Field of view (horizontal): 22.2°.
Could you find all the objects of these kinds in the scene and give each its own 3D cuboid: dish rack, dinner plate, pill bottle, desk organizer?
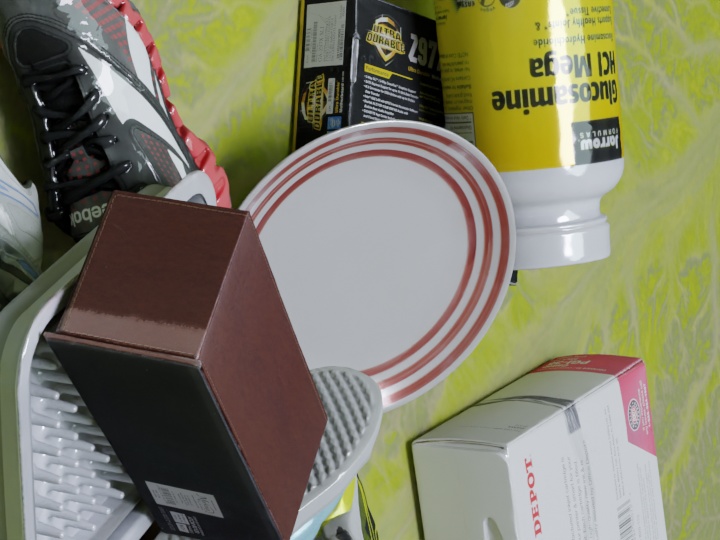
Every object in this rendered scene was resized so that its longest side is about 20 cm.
[{"bbox_3d":[-0.125,0.056,0.866,0.200,0.043,0.173,-52,149,-58],"label":"dish rack"},{"bbox_3d":[0.000,0.000,1.090,0.198,0.024,0.202,-12,124,-19],"label":"dinner plate"},{"bbox_3d":[0.107,-0.106,1.153,0.112,0.112,0.202,-14,100,-51],"label":"pill bottle"},{"bbox_3d":[-0.072,0.053,0.848,0.201,0.071,0.078,73,30,-57],"label":"desk organizer"}]

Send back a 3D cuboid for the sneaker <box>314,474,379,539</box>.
[{"bbox_3d":[-0.014,0.183,1.065,0.085,0.074,0.201,60,23,-43],"label":"sneaker"}]

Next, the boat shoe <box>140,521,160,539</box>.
[{"bbox_3d":[-0.094,0.096,0.999,0.062,0.073,0.202,22,74,-49],"label":"boat shoe"}]

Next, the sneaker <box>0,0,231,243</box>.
[{"bbox_3d":[-0.133,-0.071,0.937,0.201,0.070,0.098,61,28,-33],"label":"sneaker"}]

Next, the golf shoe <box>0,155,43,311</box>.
[{"bbox_3d":[-0.219,-0.054,0.854,0.200,0.078,0.098,51,32,-43],"label":"golf shoe"}]

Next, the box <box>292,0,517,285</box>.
[{"bbox_3d":[0.035,-0.078,1.189,0.199,0.049,0.162,9,80,-52],"label":"box"}]

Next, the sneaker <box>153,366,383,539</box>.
[{"bbox_3d":[-0.057,0.138,0.968,0.200,0.074,0.082,-47,155,-26],"label":"sneaker"}]

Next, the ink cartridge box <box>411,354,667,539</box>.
[{"bbox_3d":[0.128,0.156,1.282,0.199,0.082,0.148,-22,108,-51],"label":"ink cartridge box"}]
